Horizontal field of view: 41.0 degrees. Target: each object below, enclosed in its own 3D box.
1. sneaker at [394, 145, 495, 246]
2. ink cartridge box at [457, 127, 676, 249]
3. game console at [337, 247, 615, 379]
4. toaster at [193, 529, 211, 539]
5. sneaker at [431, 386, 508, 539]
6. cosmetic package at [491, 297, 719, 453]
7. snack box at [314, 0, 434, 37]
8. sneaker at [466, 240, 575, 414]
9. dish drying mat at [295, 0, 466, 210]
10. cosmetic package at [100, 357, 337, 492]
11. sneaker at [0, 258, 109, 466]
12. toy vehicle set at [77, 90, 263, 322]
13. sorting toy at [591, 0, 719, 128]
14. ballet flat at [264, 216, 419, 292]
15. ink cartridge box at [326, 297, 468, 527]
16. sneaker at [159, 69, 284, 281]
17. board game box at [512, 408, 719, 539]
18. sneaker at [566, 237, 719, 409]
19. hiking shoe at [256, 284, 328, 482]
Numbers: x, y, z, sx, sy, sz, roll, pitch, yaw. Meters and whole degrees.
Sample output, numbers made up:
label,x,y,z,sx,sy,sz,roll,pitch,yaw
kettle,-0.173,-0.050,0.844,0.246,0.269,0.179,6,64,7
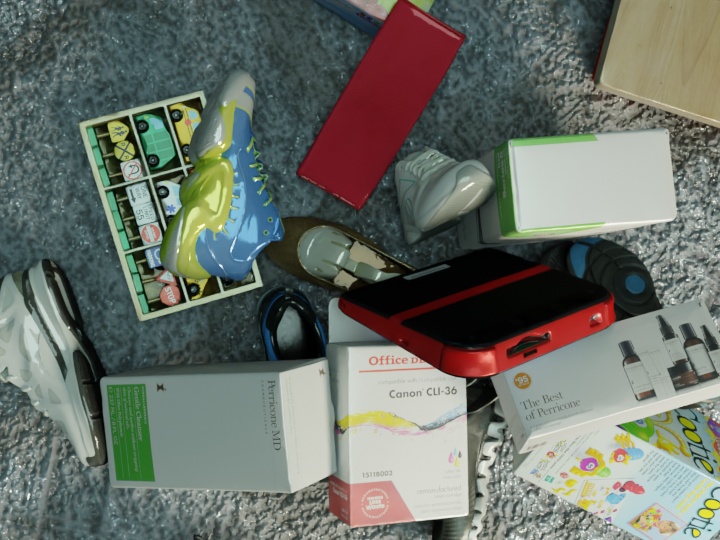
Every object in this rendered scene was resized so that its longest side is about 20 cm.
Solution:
label,x,y,z,sx,sy,sz,roll,pitch,yaw
sneaker,0.064,-0.077,0.890,0.070,0.200,0.080,-23,88,-12
ink cartridge box,0.182,-0.072,0.905,0.145,0.200,0.084,-5,88,-9
game console,0.107,0.032,0.858,0.200,0.177,0.031,-16,114,-35
toaster,-0.122,0.352,0.906,0.129,0.114,0.200,16,86,-12
sneaker,0.086,0.205,0.961,0.090,0.066,0.200,17,84,-5
cosmetic package,0.223,0.092,0.854,0.200,0.051,0.083,-15,64,-8
snack box,0.021,-0.347,0.946,0.169,0.068,0.200,29,85,-9
sneaker,0.159,0.053,0.962,0.060,0.104,0.200,45,45,-14
dish drying mat,0.019,-0.160,0.937,0.077,0.018,0.200,29,109,-9
cosmetic package,-0.128,0.138,0.869,0.200,0.085,0.108,-7,90,29
sneaker,-0.309,0.101,0.905,0.115,0.076,0.201,-21,85,1
toy vehicle set,-0.183,-0.062,0.937,0.124,0.027,0.200,-17,93,-8
sorting toy,0.349,-0.253,0.995,0.199,0.070,0.200,16,87,-8
ballet flat,0.000,0.000,0.942,0.200,0.072,0.068,28,86,-7
ink cartridge box,0.033,0.124,0.881,0.116,0.067,0.200,-2,89,-18
sneaker,-0.114,-0.081,0.905,0.105,0.076,0.200,18,94,-20
board game box,0.262,0.178,0.948,0.200,0.103,0.105,28,121,-7
sneaker,0.269,0.057,0.943,0.073,0.082,0.200,-33,73,-14
hiking shoe,-0.058,0.113,0.926,0.074,0.087,0.200,-18,93,-8
